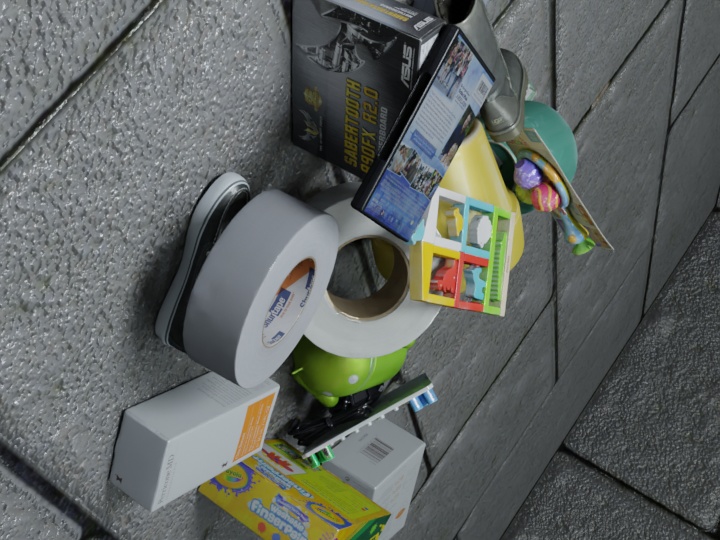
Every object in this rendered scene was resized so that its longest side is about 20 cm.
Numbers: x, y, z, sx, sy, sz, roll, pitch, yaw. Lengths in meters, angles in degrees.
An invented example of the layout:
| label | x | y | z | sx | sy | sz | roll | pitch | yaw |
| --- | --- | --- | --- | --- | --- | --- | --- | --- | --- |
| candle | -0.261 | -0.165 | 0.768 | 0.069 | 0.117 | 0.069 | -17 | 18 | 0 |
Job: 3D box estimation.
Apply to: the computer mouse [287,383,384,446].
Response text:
| label | x | y | z | sx | sy | sz | roll | pitch | yaw |
| --- | --- | --- | --- | --- | --- | --- | --- | --- | --- |
| computer mouse | -0.030 | 0.198 | 1.544 | 0.140 | 0.046 | 0.200 | -25 | -169 | 13 |

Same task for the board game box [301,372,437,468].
| label | x | y | z | sx | sy | sz | roll | pitch | yaw |
| --- | --- | --- | --- | --- | --- | --- | --- | --- | --- |
| board game box | 0.015 | 0.211 | 1.525 | 0.200 | 0.026 | 0.200 | -29 | 179 | 0 |

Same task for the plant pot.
| label | x | y | z | sx | sy | sz | roll | pitch | yaw |
| --- | --- | --- | --- | --- | --- | --- | --- | --- | --- |
| plant pot | 0.102 | -0.101 | 1.382 | 0.201 | 0.200 | 0.189 | -41 | 133 | -37 |

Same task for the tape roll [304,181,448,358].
| label | x | y | z | sx | sy | sz | roll | pitch | yaw |
| --- | --- | --- | --- | --- | --- | --- | --- | --- | --- |
| tape roll | 0.000 | 0.000 | 1.269 | 0.203 | 0.202 | 0.071 | -66 | -161 | 12 |

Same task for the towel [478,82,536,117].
| label | x | y | z | sx | sy | sz | roll | pitch | yaw |
| --- | --- | --- | --- | --- | --- | --- | --- | --- | --- |
| towel | 0.193 | -0.226 | 1.596 | 0.200 | 0.031 | 0.149 | 2 | 113 | -63 |

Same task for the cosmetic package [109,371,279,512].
| label | x | y | z | sx | sy | sz | roll | pitch | yaw |
| --- | --- | --- | --- | --- | --- | --- | --- | --- | --- |
| cosmetic package | -0.189 | 0.187 | 1.246 | 0.200 | 0.071 | 0.102 | -22 | 135 | -54 |

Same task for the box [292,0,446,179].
| label | x | y | z | sx | sy | sz | roll | pitch | yaw |
| --- | --- | --- | --- | --- | --- | --- | --- | --- | --- |
| box | 0.004 | -0.190 | 1.112 | 0.048 | 0.158 | 0.200 | -42 | 150 | -37 |

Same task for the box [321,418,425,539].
| label | x | y | z | sx | sy | sz | roll | pitch | yaw |
| --- | --- | --- | --- | --- | --- | --- | --- | --- | --- |
| box | 0.008 | 0.368 | 1.779 | 0.152 | 0.106 | 0.200 | -32 | 143 | -48 |

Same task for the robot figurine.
| label | x | y | z | sx | sy | sz | roll | pitch | yaw |
| --- | --- | --- | --- | --- | --- | --- | --- | --- | --- |
| robot figurine | -0.013 | 0.105 | 1.444 | 0.175 | 0.116 | 0.200 | -37 | 167 | 26 |

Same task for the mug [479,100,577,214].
| label | x | y | z | sx | sy | sz | roll | pitch | yaw |
| --- | --- | --- | --- | --- | --- | --- | --- | --- | --- |
| mug | 0.213 | -0.139 | 1.517 | 0.114 | 0.152 | 0.186 | -26 | 120 | -47 |

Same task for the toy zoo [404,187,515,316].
| label | x | y | z | sx | sy | sz | roll | pitch | yaw |
| --- | --- | --- | --- | --- | --- | --- | --- | --- | --- |
| toy zoo | 0.113 | -0.022 | 1.247 | 0.200 | 0.020 | 0.132 | 11 | 83 | -49 |

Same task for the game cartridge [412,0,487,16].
| label | x | y | z | sx | sy | sz | roll | pitch | yaw |
| --- | --- | --- | --- | --- | --- | --- | --- | --- | --- |
| game cartridge | 0.113 | -0.332 | 1.322 | 0.133 | 0.041 | 0.200 | -17 | 131 | -62 |

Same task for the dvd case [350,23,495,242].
| label | x | y | z | sx | sy | sz | roll | pitch | yaw |
| --- | --- | --- | --- | --- | --- | --- | --- | --- | --- |
| dvd case | 0.067 | -0.133 | 1.081 | 0.200 | 0.018 | 0.143 | -61 | 156 | 0 |

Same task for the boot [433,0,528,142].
| label | x | y | z | sx | sy | sz | roll | pitch | yaw |
| --- | --- | --- | --- | --- | --- | --- | --- | --- | --- |
| boot | 0.144 | -0.277 | 1.311 | 0.200 | 0.072 | 0.182 | 52 | 23 | -38 |

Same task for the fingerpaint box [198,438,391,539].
| label | x | y | z | sx | sy | sz | roll | pitch | yaw |
| --- | --- | --- | --- | --- | --- | --- | --- | --- | --- |
| fingerpaint box | -0.085 | 0.308 | 1.420 | 0.073 | 0.200 | 0.167 | -63 | 156 | 7 |

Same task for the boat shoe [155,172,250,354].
| label | x | y | z | sx | sy | sz | roll | pitch | yaw |
| --- | --- | --- | --- | --- | --- | --- | --- | --- | --- |
| boat shoe | -0.153 | -0.003 | 1.128 | 0.069 | 0.057 | 0.200 | -3 | 119 | -62 |

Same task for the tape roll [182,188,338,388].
| label | x | y | z | sx | sy | sz | roll | pitch | yaw |
| --- | --- | --- | --- | --- | --- | --- | --- | --- | --- |
| tape roll | -0.100 | 0.019 | 1.112 | 0.200 | 0.066 | 0.200 | -56 | 164 | -26 |

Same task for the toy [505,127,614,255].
| label | x | y | z | sx | sy | sz | roll | pitch | yaw |
| --- | --- | --- | --- | --- | --- | --- | --- | --- | --- |
| toy | 0.237 | -0.097 | 1.392 | 0.047 | 0.115 | 0.200 | -44 | 111 | -8 |
